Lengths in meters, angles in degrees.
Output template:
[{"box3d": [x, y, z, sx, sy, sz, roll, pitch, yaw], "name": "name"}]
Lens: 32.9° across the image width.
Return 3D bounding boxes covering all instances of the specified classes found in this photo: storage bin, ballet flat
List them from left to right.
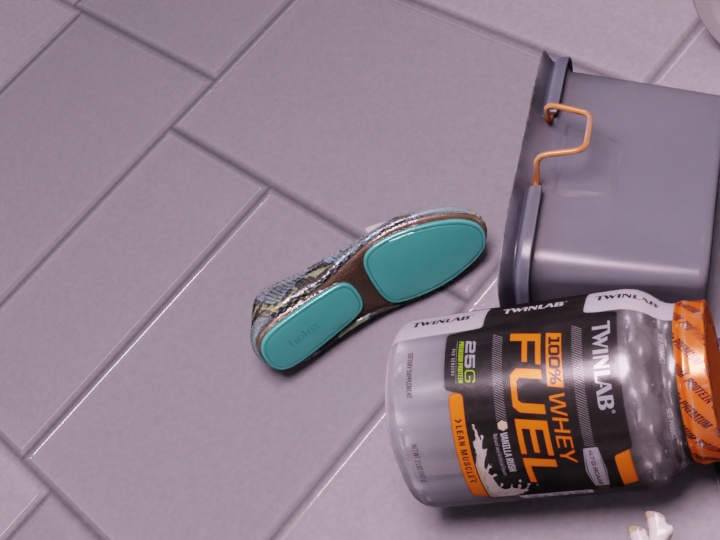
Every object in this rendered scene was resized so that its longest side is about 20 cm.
[{"box3d": [0.000, 0.000, 0.925, 0.198, 0.075, 0.075, -28, 49, -1], "name": "ballet flat"}, {"box3d": [0.178, -0.049, 0.840, 0.132, 0.146, 0.202, 6, 58, 16], "name": "storage bin"}]

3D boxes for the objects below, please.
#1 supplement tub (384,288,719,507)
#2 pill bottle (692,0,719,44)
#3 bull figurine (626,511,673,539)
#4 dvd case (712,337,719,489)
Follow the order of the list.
[{"box3d": [0.124, 0.080, 0.764, 0.197, 0.123, 0.124, -10, 52, 21], "name": "supplement tub"}, {"box3d": [0.351, -0.257, 0.921, 0.200, 0.114, 0.113, -46, 50, -14], "name": "pill bottle"}, {"box3d": [0.177, 0.205, 0.688, 0.197, 0.065, 0.123, 9, 63, 29], "name": "bull figurine"}, {"box3d": [0.311, 0.085, 0.750, 0.197, 0.016, 0.150, -17, 49, 13], "name": "dvd case"}]
